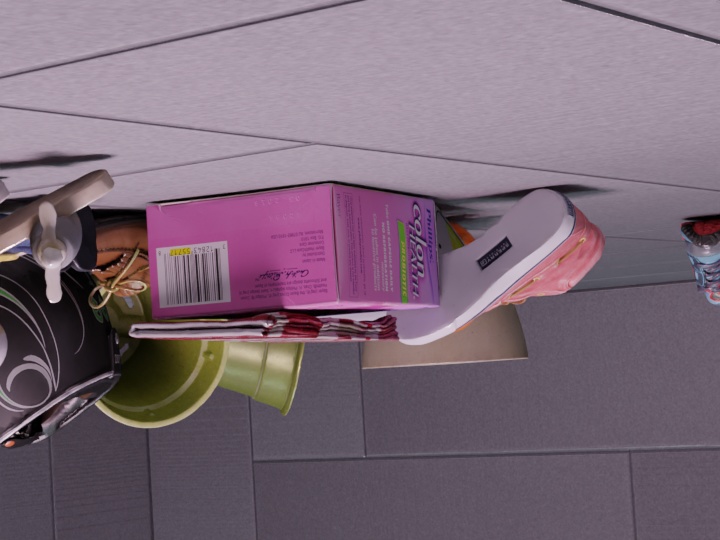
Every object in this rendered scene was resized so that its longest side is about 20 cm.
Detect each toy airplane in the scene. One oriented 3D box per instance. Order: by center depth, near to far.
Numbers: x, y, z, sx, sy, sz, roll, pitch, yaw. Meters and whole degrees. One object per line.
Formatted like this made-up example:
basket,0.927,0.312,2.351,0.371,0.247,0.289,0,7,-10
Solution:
toy airplane,-0.274,0.007,1.153,0.199,0.142,0.200,-28,178,-41

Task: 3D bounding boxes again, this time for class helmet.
helmet,-0.327,0.057,1.583,0.200,0.191,0.200,-33,173,-5

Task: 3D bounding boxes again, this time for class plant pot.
plant pot,-0.290,0.078,2.186,0.199,0.202,0.184,-2,-172,-30
plant pot,-0.176,0.079,2.340,0.189,0.201,0.200,9,174,-9

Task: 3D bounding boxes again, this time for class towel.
towel,-0.077,0.048,1.481,0.143,0.023,0.200,-3,175,33

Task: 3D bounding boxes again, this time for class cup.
cup,0.096,0.041,2.112,0.199,0.144,0.200,-4,176,0

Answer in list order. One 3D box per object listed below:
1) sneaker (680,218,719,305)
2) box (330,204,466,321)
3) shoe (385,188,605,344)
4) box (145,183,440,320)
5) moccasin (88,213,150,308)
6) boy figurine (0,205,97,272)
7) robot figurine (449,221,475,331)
sneaker,0.413,-0.009,2.000,0.079,0.096,0.200,-5,176,20
box,0.000,0.000,1.668,0.199,0.060,0.117,-5,149,27
shoe,0.122,0.010,1.567,0.200,0.072,0.091,-37,144,18
box,-0.053,-0.011,1.490,0.175,0.097,0.200,-5,177,26
moccasin,-0.203,-0.008,1.539,0.073,0.078,0.201,-5,176,24
boy figurine,-0.313,-0.018,1.401,0.199,0.065,0.124,-9,178,24
robot figurine,0.048,0.010,1.801,0.143,0.117,0.199,-18,-174,-41
